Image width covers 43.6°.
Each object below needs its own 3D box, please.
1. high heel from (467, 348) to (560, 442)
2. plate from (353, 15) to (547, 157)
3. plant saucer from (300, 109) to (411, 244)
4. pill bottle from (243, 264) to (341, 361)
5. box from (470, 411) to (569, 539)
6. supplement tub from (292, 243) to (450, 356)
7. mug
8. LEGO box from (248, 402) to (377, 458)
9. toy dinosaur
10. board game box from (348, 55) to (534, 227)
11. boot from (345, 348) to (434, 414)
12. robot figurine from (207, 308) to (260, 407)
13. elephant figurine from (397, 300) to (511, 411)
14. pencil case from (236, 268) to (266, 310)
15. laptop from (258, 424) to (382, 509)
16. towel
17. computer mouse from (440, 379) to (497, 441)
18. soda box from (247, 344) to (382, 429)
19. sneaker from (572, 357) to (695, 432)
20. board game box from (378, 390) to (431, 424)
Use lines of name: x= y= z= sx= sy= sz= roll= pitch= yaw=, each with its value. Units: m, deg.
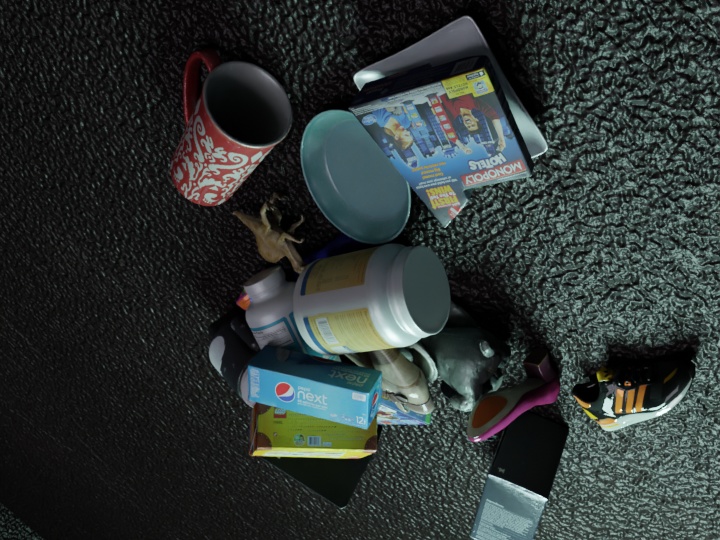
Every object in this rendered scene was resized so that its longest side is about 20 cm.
high heel: x=0.236 y=0.213 z=1.349 sx=0.067 sy=0.199 sz=0.098 roll=14 pitch=135 yaw=51
plate: x=0.116 y=-0.208 z=1.147 sx=0.197 sy=0.033 sz=0.201 roll=-18 pitch=118 yaw=41
plant saucer: x=0.000 y=-0.135 z=1.262 sx=0.198 sy=0.036 sz=0.203 roll=27 pitch=135 yaw=30
pill bottle: x=-0.114 y=0.097 z=1.446 sx=0.109 sy=0.111 sz=0.203 roll=-13 pitch=108 yaw=40
box: x=0.265 y=0.358 z=1.507 sx=0.102 sy=0.149 sz=0.202 roll=20 pitch=138 yaw=14
supplement tub: x=0.016 y=0.042 z=1.297 sx=0.197 sy=0.146 sz=0.146 roll=-11 pitch=124 yaw=37
mug: x=-0.197 y=-0.207 z=1.308 sx=0.131 sy=0.181 sz=0.200 roll=6 pitch=153 yaw=-27
LEGO box: x=-0.080 y=0.264 z=1.484 sx=0.195 sy=0.079 sz=0.149 roll=4 pitch=164 yaw=-11
toy dinosaur: x=-0.143 y=-0.066 z=1.408 sx=0.199 sy=0.058 sz=0.103 roll=37 pitch=124 yaw=25
board game box: x=0.116 y=-0.157 z=1.126 sx=0.197 sy=0.062 sz=0.202 roll=-7 pitch=126 yaw=37
boot: x=0.034 y=0.156 z=1.422 sx=0.147 sy=0.070 sz=0.199 roll=56 pitch=165 yaw=-25
robot figurine: x=-0.189 y=0.156 z=1.601 sx=0.200 sy=0.149 sz=0.126 roll=42 pitch=104 yaw=35
elephant figurine: x=0.123 y=0.120 z=1.398 sx=0.198 sy=0.140 sz=0.158 roll=31 pitch=113 yaw=26
pencil case: x=-0.119 y=0.086 z=1.544 sx=0.199 sy=0.089 sz=0.088 roll=42 pitch=139 yaw=-10
laptop: x=-0.065 y=0.304 z=1.616 sx=0.175 sy=0.200 sz=0.105 roll=32 pitch=100 yaw=1
towel: x=0.000 y=0.000 z=1.415 sx=0.147 sy=0.050 sz=0.199 roll=40 pitch=139 yaw=-16
computer mouse: x=0.176 y=0.212 z=1.427 sx=0.058 sy=0.200 sz=0.035 roll=24 pitch=101 yaw=-21
soda box: x=-0.069 y=0.174 z=1.358 sx=0.196 sy=0.068 sz=0.066 roll=11 pitch=117 yaw=17
sneaker: x=0.389 y=0.168 z=1.303 sx=0.089 sy=0.071 sz=0.200 roll=36 pitch=141 yaw=-9
board game box: x=0.015 y=0.226 z=1.555 sx=0.133 sy=0.035 sz=0.199 roll=-7 pitch=154 yaw=39
